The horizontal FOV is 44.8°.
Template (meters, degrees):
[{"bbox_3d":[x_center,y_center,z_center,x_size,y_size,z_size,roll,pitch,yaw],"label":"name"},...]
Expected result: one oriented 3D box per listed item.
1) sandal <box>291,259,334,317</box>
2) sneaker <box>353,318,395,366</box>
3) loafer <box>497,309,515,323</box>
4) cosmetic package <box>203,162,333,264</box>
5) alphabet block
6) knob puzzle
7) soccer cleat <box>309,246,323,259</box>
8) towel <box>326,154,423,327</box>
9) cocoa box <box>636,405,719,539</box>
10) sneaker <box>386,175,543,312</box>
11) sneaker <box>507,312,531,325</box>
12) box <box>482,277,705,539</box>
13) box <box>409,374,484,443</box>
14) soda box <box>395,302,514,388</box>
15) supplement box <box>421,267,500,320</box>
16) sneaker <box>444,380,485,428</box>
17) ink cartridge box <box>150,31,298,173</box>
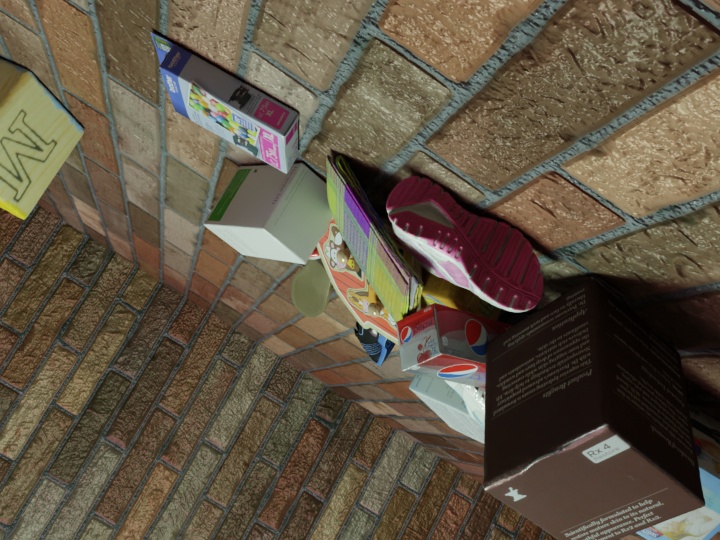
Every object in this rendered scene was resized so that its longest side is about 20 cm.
[{"bbox_3d":[-0.057,-0.002,1.432,0.077,0.069,0.213,42,147,16],"label":"sandal"},{"bbox_3d":[0.028,0.123,1.682,0.077,0.071,0.201,32,161,12],"label":"sneaker"},{"bbox_3d":[0.200,0.103,1.243,0.062,0.073,0.200,27,169,35],"label":"loafer"},{"bbox_3d":[-0.123,-0.080,1.204,0.084,0.109,0.199,38,163,-28],"label":"cosmetic package"},{"bbox_3d":[-0.648,-0.245,1.541,0.192,0.203,0.197,23,164,24],"label":"alphabet block"},{"bbox_3d":[0.000,0.000,1.167,0.218,0.030,0.223,33,137,36],"label":"knob puzzle"},{"bbox_3d":[-0.101,-0.054,1.326,0.198,0.069,0.085,24,160,45],"label":"soccer cleat"},{"bbox_3d":[0.014,-0.030,1.050,0.202,0.022,0.144,58,166,22],"label":"towel"},{"bbox_3d":[0.364,0.240,1.105,0.197,0.135,0.132,29,-151,-6],"label":"cocoa box"},{"bbox_3d":[0.116,-0.024,0.972,0.199,0.082,0.088,38,168,7],"label":"sneaker"},{"bbox_3d":[0.259,0.131,1.192,0.201,0.077,0.087,51,-160,-17],"label":"sneaker"},{"bbox_3d":[0.243,0.156,0.940,0.163,0.202,0.165,36,130,-24],"label":"box"},{"bbox_3d":[0.220,0.237,1.579,0.198,0.106,0.184,19,162,41],"label":"box"},{"bbox_3d":[0.135,0.097,1.060,0.198,0.065,0.069,17,146,-42],"label":"soda box"},{"bbox_3d":[0.097,0.014,1.151,0.198,0.070,0.066,12,160,47],"label":"supplement box"},{"bbox_3d":[0.163,0.150,1.174,0.080,0.077,0.201,30,164,51],"label":"sneaker"},{"bbox_3d":[-0.165,-0.196,1.037,0.198,0.042,0.120,32,166,5],"label":"ink cartridge box"}]
